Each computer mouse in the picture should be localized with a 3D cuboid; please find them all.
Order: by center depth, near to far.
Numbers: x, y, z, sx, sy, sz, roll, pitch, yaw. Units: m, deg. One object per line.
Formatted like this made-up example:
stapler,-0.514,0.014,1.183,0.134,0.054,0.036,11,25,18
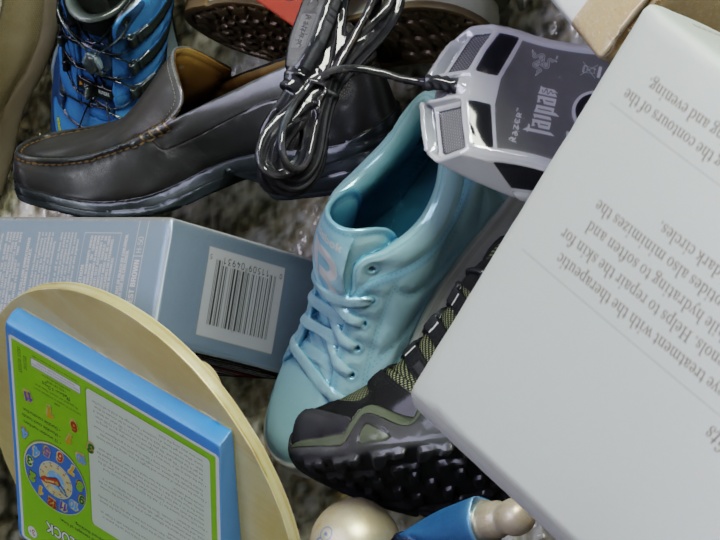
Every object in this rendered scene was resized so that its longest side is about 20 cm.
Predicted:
computer mouse,0.063,-0.062,1.211,0.200,0.044,0.110,14,67,5

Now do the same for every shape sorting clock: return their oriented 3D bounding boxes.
shape sorting clock,-0.097,0.094,1.313,0.200,0.039,0.200,26,131,34

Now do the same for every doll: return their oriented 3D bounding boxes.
doll,0.049,0.154,1.194,0.200,0.048,0.137,39,127,41

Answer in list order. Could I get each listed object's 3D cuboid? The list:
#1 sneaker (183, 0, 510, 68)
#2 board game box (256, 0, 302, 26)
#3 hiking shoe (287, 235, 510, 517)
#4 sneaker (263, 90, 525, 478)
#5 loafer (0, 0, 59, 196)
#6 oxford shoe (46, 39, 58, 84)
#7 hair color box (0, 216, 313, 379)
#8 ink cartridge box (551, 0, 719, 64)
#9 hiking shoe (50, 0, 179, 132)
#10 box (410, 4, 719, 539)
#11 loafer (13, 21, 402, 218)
sneaker,0.005,-0.146,1.345,0.200,0.067,0.090,4,68,49
board game box,-0.005,-0.227,1.318,0.153,0.040,0.200,-39,43,23
hiking shoe,0.057,0.041,1.232,0.200,0.076,0.101,-16,54,33
sneaker,0.000,0.000,1.282,0.074,0.082,0.200,43,108,44
loafer,-0.204,-0.109,1.490,0.076,0.067,0.200,49,133,44
oxford shoe,-0.128,-0.169,1.488,0.075,0.058,0.200,-7,87,37
hair color box,-0.125,0.012,1.390,0.200,0.099,0.061,2,79,45
ink cartridge box,0.116,-0.141,1.151,0.075,0.165,0.200,-48,48,18
hiking shoe,-0.125,-0.115,1.405,0.074,0.087,0.200,15,107,20
box,0.171,0.046,1.014,0.199,0.200,0.171,42,105,43
loafer,-0.074,-0.071,1.346,0.200,0.073,0.072,-8,112,20
